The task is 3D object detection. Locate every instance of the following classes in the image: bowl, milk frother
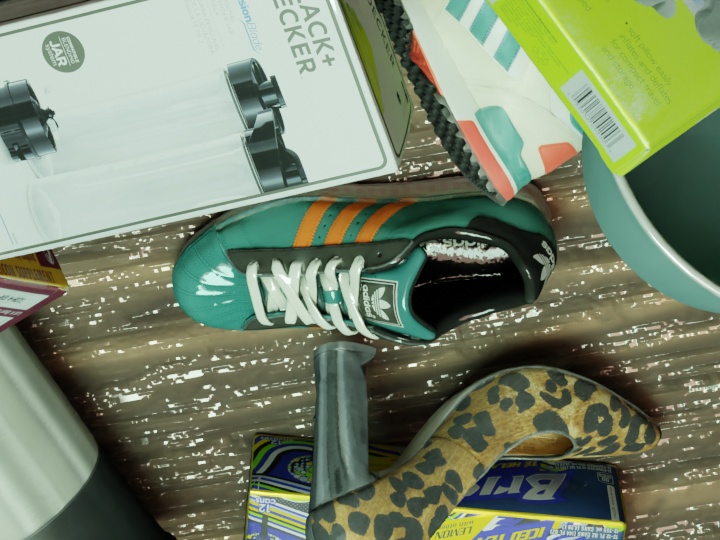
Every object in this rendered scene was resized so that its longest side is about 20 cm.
[{"bbox_3d":[0.187,-0.057,1.395,0.201,0.201,0.105,24,157,-11],"label":"bowl"},{"bbox_3d":[-0.172,0.120,1.451,0.200,0.181,0.188,-12,121,41],"label":"milk frother"}]

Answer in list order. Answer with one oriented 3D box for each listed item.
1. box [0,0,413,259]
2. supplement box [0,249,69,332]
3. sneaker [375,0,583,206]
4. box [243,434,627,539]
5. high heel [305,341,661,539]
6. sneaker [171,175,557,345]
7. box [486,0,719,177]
[{"bbox_3d":[-0.089,-0.085,1.275,0.200,0.060,0.117,-11,119,15],"label":"box"},{"bbox_3d":[-0.233,-0.061,1.370,0.086,0.110,0.200,-29,78,13],"label":"supplement box"},{"bbox_3d":[0.059,-0.135,1.417,0.093,0.070,0.200,-29,111,-7],"label":"sneaker"},{"bbox_3d":[0.038,0.139,1.542,0.200,0.064,0.070,5,116,-3],"label":"box"},{"bbox_3d":[0.065,0.119,1.482,0.200,0.143,0.071,9,154,-19],"label":"high heel"},{"bbox_3d":[0.000,0.000,1.464,0.200,0.080,0.071,-10,118,6],"label":"sneaker"},{"bbox_3d":[0.161,-0.147,1.331,0.200,0.048,0.122,-36,88,-24],"label":"box"}]
